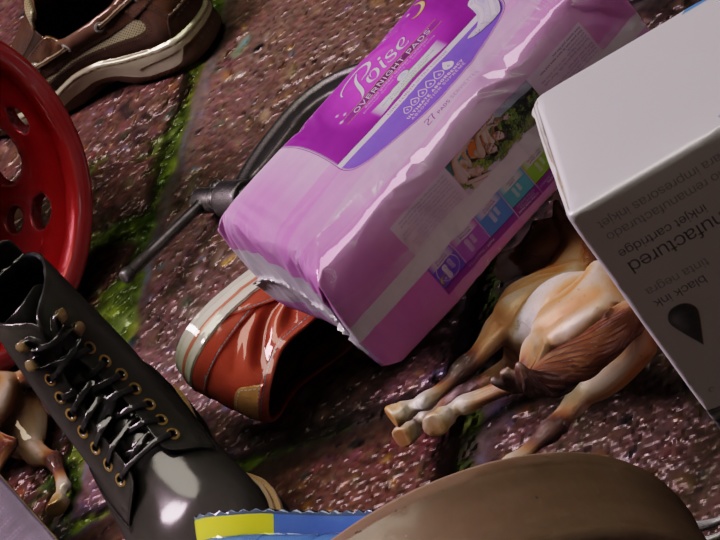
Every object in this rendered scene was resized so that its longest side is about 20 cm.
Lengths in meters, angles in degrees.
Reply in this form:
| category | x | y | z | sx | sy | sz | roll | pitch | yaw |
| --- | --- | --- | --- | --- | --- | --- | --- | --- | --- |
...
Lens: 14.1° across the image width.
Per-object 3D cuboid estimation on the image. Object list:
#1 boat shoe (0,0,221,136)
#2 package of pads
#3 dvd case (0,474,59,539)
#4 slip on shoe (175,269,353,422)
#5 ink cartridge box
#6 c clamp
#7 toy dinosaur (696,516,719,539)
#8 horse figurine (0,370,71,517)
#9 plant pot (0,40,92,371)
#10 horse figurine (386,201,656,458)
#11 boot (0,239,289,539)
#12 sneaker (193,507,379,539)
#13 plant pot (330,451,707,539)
| category | x | y | z | sx | sy | sz | roll | pitch | yaw |
| --- | --- | --- | --- | --- | --- | --- | --- | --- | --- |
| boat shoe | -0.182 | -0.146 | 1.784 | 0.201 | 0.075 | 0.075 | -19 | 35 | 30 |
| package of pads | 0.035 | -0.058 | 1.324 | 0.200 | 0.076 | 0.120 | -48 | 31 | -8 |
| dvd case | -0.191 | 0.185 | 1.370 | 0.149 | 0.016 | 0.200 | -46 | 41 | -5 |
| slip on shoe | 0.000 | 0.000 | 1.413 | 0.200 | 0.074 | 0.061 | -42 | 64 | -17 |
| ink cartridge box | 0.178 | -0.009 | 1.086 | 0.145 | 0.200 | 0.084 | -30 | 33 | 13 |
| c clamp | -0.015 | -0.054 | 1.534 | 0.199 | 0.027 | 0.171 | -7 | 37 | 46 |
| toy dinosaur | 0.040 | 0.129 | 1.108 | 0.077 | 0.199 | 0.103 | 36 | 117 | 54 |
| horse figurine | -0.216 | 0.102 | 1.514 | 0.199 | 0.050 | 0.133 | -33 | 36 | 14 |
| plant pot | -0.277 | -0.031 | 1.615 | 0.182 | 0.201 | 0.201 | -6 | 43 | 52 |
| horse figurine | 0.077 | 0.032 | 1.249 | 0.132 | 0.050 | 0.200 | -39 | 10 | -8 |
| boot | -0.114 | 0.075 | 1.349 | 0.077 | 0.139 | 0.200 | -41 | 31 | -7 |
| sneaker | 0.011 | 0.139 | 1.219 | 0.199 | 0.066 | 0.079 | -7 | 71 | 32 |
| plant pot | 0.065 | 0.192 | 0.977 | 0.200 | 0.200 | 0.175 | -35 | 48 | 5 |
